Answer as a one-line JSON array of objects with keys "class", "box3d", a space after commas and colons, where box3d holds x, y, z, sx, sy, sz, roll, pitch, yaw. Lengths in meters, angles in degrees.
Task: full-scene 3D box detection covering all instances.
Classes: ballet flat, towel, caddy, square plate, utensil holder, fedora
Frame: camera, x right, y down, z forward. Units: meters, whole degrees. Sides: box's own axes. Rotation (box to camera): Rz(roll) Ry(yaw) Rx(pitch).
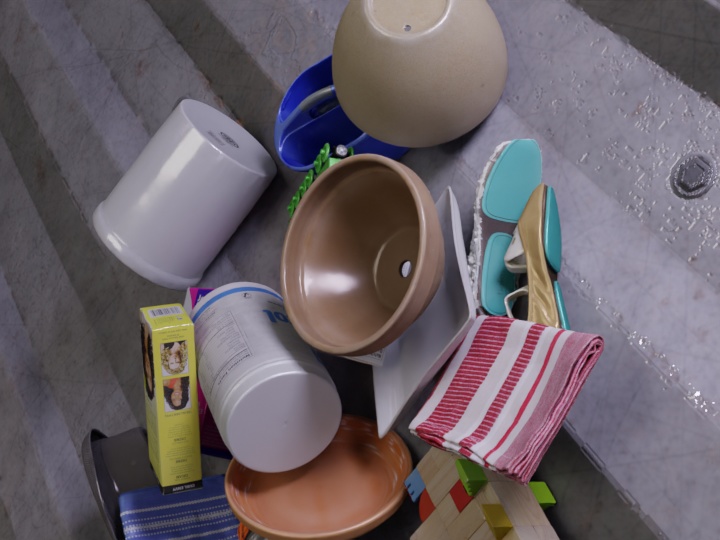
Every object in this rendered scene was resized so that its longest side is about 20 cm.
[{"class": "ballet flat", "box3d": [0.138, -0.043, 1.171, 0.072, 0.072, 0.201, 5, 78, 46]}, {"class": "towel", "box3d": [-0.195, 0.335, 1.312, 0.024, 0.144, 0.200, 112, 145, -45]}, {"class": "caddy", "box3d": [-0.021, -0.192, 1.354, 0.200, 0.105, 0.142, -24, 58, 38]}, {"class": "ballet flat", "box3d": [0.170, 0.008, 1.107, 0.063, 0.069, 0.201, -11, 65, 19]}, {"class": "square plate", "box3d": [0.065, 0.045, 1.175, 0.200, 0.028, 0.198, -94, 29, -47]}, {"class": "utensil holder", "box3d": [-0.231, -0.102, 1.493, 0.200, 0.170, 0.170, -50, 46, 16]}, {"class": "towel", "box3d": [0.126, 0.108, 1.029, 0.144, 0.023, 0.200, -58, 24, -11]}, {"class": "fedora", "box3d": [-0.275, 0.280, 1.424, 0.090, 0.177, 0.200, -26, 70, -2]}]

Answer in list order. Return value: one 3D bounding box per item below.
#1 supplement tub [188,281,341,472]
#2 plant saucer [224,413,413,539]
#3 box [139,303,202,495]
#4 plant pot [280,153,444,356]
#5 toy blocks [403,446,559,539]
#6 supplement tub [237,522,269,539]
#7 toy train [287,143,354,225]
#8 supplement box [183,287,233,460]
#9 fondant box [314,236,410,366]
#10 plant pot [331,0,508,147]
[{"class": "supplement tub", "box3d": [-0.111, 0.111, 1.226, 0.132, 0.132, 0.200, -57, 34, 13]}, {"class": "plant saucer", "box3d": [-0.043, 0.225, 1.187, 0.200, 0.200, 0.038, 32, 137, 47]}, {"class": "box", "box3d": [-0.212, 0.144, 1.252, 0.075, 0.050, 0.201, -142, 48, -63]}, {"class": "plant pot", "box3d": [0.018, -0.009, 1.122, 0.201, 0.093, 0.202, -16, 67, 42]}, {"class": "toy blocks", "box3d": [0.105, 0.246, 1.084, 0.137, 0.100, 0.200, -55, 44, 31]}, {"class": "supplement tub", "box3d": [-0.052, 0.339, 1.174, 0.123, 0.122, 0.200, -49, 47, 20]}, {"class": "toy train", "box3d": [-0.049, -0.088, 1.336, 0.200, 0.042, 0.057, 130, 144, -63]}, {"class": "supplement box", "box3d": [-0.171, 0.130, 1.390, 0.101, 0.103, 0.201, 0, 74, 47]}, {"class": "fondant box", "box3d": [0.000, 0.000, 1.264, 0.144, 0.058, 0.201, 2, 74, 69]}, {"class": "plant pot", "box3d": [0.058, -0.253, 1.211, 0.200, 0.135, 0.201, -3, 69, 8]}]
